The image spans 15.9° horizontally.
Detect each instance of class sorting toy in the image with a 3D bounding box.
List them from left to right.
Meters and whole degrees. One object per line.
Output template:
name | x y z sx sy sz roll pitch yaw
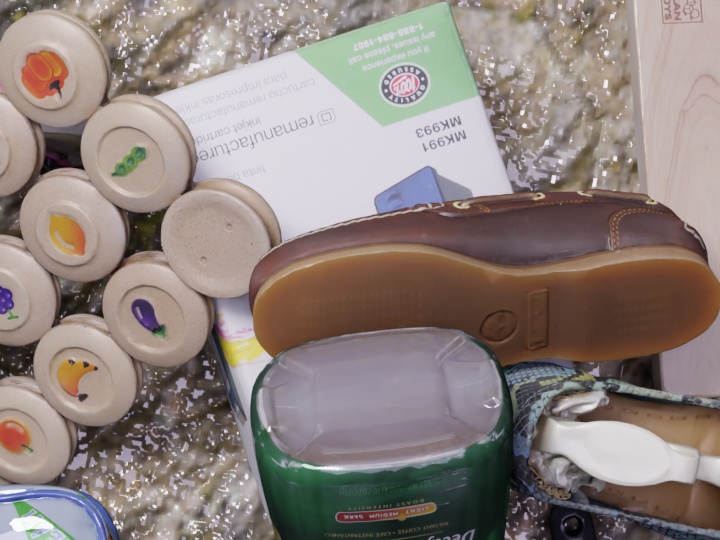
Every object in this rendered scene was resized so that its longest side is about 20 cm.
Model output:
sorting toy | 0.221 -0.045 1.184 0.198 0.070 0.201 -3 85 -6

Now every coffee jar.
coffee jar | 0.014 0.123 1.064 0.104 0.085 0.200 -7 130 -2

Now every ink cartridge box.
ink cartridge box | 0.000 0.000 1.150 0.145 0.088 0.200 -18 89 -8

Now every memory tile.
memory tile | -0.139 -0.004 1.109 0.153 0.017 0.200 46 121 -3

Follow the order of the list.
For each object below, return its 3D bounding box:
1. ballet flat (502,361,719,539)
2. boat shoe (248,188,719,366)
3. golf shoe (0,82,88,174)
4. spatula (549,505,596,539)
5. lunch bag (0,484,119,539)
ballet flat | 0.143 0.086 1.094 0.199 0.074 0.074 8 84 -15
boat shoe | 0.048 0.003 1.082 0.199 0.070 0.071 -1 125 -14
golf shoe | -0.197 -0.110 1.146 0.200 0.073 0.092 26 83 -3
spatula | 0.113 0.202 1.175 0.056 0.021 0.201 -12 85 -2
lunch bag | -0.176 0.187 1.123 0.160 0.076 0.201 -7 86 -4
